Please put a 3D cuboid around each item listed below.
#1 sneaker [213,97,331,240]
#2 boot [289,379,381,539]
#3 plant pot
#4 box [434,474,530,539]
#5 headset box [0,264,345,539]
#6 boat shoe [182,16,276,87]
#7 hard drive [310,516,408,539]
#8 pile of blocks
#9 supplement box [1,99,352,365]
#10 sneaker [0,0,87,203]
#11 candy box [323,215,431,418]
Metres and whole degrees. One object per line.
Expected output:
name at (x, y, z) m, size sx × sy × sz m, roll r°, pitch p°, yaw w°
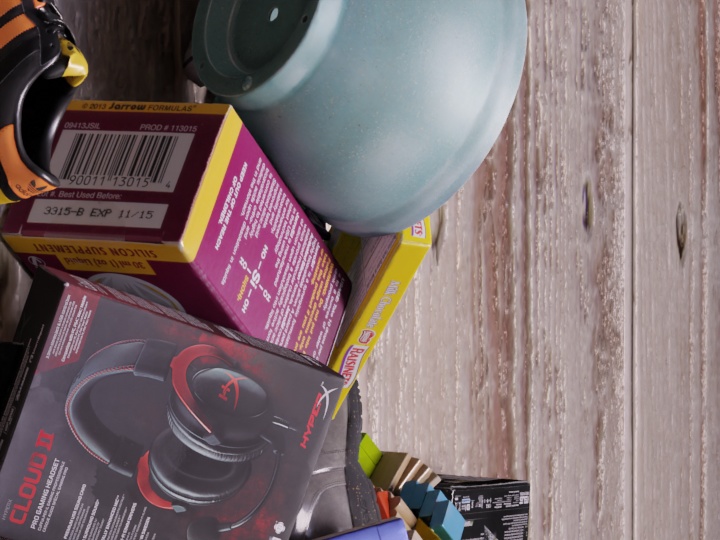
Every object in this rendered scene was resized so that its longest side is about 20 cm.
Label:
sneaker at (-0.052, -0.055, 1.861) m, size 0.074 × 0.087 × 0.202 m, roll 17°, pitch 77°, yaw -63°
boot at (-0.064, 0.111, 1.859) m, size 0.131 × 0.070 × 0.201 m, roll 5°, pitch 54°, yaw -34°
plant pot at (-0.017, -0.136, 1.699) m, size 0.134 × 0.200 × 0.202 m, roll 24°, pitch 69°, yaw -39°
box at (0.055, 0.236, 2.081) m, size 0.200 × 0.085 × 0.165 m, roll 6°, pitch 86°, yaw -70°
headset box at (-0.130, 0.094, 1.602) m, size 0.199 × 0.075 × 0.150 m, roll 20°, pitch 91°, yaw -21°
boat shoe at (-0.053, -0.207, 1.825) m, size 0.200 × 0.070 × 0.071 m, roll -45°, pitch -176°, yaw -4°
hard drive at (-0.052, 0.247, 1.781) m, size 0.199 × 0.025 × 0.133 m, roll -14°, pitch 93°, yaw -17°
pile of blocks at (0.016, 0.154, 1.920) m, size 0.082 × 0.200 × 0.062 m, roll -44°, pitch 125°, yaw -10°
supplement box at (-0.108, -0.007, 1.706) m, size 0.200 × 0.130 × 0.104 m, roll 55°, pitch 45°, yaw -49°
sneaker at (-0.186, -0.132, 1.581) m, size 0.070 × 0.089 × 0.202 m, roll 32°, pitch 64°, yaw -60°
candy box at (0.000, 0.000, 1.805) m, size 0.200 × 0.026 × 0.103 m, roll 119°, pitch -28°, yaw -50°
